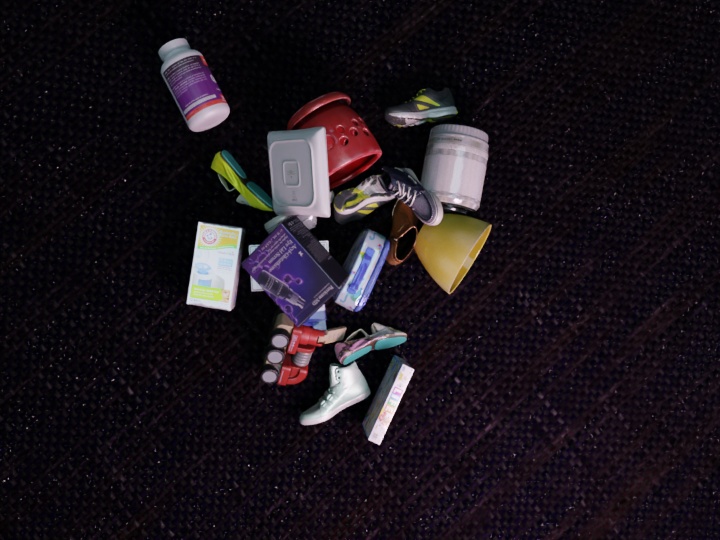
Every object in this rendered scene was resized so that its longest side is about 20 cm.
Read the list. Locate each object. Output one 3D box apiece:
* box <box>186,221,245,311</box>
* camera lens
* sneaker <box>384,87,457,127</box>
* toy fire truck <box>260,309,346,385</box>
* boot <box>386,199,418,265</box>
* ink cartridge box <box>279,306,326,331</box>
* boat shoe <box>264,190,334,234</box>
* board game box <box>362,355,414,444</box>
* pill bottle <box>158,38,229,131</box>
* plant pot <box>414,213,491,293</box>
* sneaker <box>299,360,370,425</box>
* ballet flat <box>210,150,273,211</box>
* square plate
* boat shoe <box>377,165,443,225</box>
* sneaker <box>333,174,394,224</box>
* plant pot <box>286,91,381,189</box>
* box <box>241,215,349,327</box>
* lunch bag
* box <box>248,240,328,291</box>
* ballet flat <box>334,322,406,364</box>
[{"bbox_3d":[-0.354,-0.013,1.422,0.110,0.101,0.204,9,90,-7],"label":"box"},{"bbox_3d":[0.235,-0.248,1.453,0.157,0.160,0.204,10,90,-6],"label":"camera lens"},{"bbox_3d":[0.152,-0.425,1.491,0.196,0.074,0.086,-8,87,-15],"label":"sneaker"},{"bbox_3d":[-0.138,0.195,1.444,0.197,0.129,0.178,13,121,-13],"label":"toy fire truck"},{"bbox_3d":[0.111,-0.111,1.444,0.076,0.155,0.203,24,89,-6],"label":"boot"},{"bbox_3d":[-0.153,0.067,1.479,0.117,0.042,0.204,-7,94,-6],"label":"ink cartridge box"},{"bbox_3d":[-0.145,-0.134,1.455,0.198,0.070,0.072,-26,103,10],"label":"boat shoe"},{"bbox_3d":[0.067,0.323,1.461,0.034,0.134,0.203,25,89,-6],"label":"board game box"},{"bbox_3d":[-0.408,-0.450,1.400,0.111,0.112,0.202,-27,94,-5],"label":"pill bottle"},{"bbox_3d":[0.219,-0.065,1.456,0.141,0.200,0.202,33,87,15],"label":"plant pot"},{"bbox_3d":[-0.083,0.305,1.473,0.198,0.074,0.120,-26,101,-15],"label":"sneaker"},{"bbox_3d":[-0.300,-0.210,1.449,0.067,0.067,0.200,-42,93,17],"label":"ballet flat"},{"bbox_3d":[-0.152,-0.227,1.347,0.028,0.198,0.202,-14,106,-46],"label":"square plate"},{"bbox_3d":[0.114,-0.180,1.390,0.091,0.201,0.075,2,128,-34],"label":"boat shoe"},{"bbox_3d":[0.010,-0.180,1.471,0.198,0.085,0.075,-21,68,-26],"label":"sneaker"},{"bbox_3d":[-0.073,-0.313,1.399,0.198,0.200,0.184,-30,90,-5],"label":"plant pot"},{"bbox_3d":[-0.147,0.000,1.325,0.148,0.104,0.200,-43,92,19],"label":"box"},{"bbox_3d":[0.000,0.000,1.433,0.081,0.161,0.203,25,88,-6],"label":"lunch bag"},{"bbox_3d":[-0.172,-0.012,1.426,0.196,0.060,0.119,-2,90,-4],"label":"box"},{"bbox_3d":[0.023,0.178,1.485,0.197,0.070,0.072,-18,60,-19],"label":"ballet flat"}]
